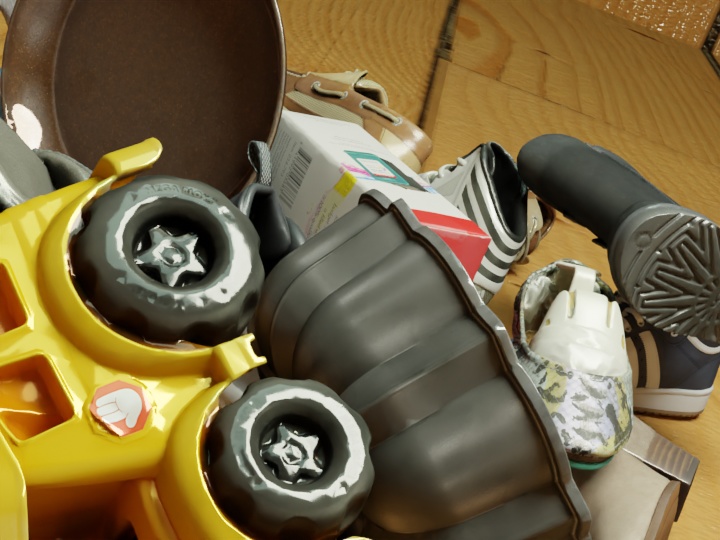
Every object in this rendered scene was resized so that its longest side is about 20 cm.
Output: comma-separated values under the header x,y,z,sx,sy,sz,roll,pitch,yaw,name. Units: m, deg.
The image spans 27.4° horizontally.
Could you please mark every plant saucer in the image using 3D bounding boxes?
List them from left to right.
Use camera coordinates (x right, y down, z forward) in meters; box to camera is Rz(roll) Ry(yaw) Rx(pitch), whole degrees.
x,y,z,sx,sy,sz,roll,pitch,yaw,name
-0.118,-0.108,0.830,0.200,0.201,0.034,32,16,27,plant saucer

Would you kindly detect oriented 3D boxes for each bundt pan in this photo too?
x,y,z,sx,sy,sz,roll,pitch,yaw,name
0.015,0.072,0.622,0.076,0.202,0.202,-26,38,-13,bundt pan

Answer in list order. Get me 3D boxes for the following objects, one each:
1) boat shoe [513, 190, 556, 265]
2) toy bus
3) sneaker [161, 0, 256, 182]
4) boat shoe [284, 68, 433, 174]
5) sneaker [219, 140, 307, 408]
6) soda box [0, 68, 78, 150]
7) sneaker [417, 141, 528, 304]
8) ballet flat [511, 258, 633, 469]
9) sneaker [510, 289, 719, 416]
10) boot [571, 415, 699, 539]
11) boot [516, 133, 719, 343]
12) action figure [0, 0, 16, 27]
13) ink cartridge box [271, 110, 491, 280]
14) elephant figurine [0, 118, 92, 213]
x,y,z,sx,sy,sz,roll,pitch,yaw,name
0.108,-0.040,1.149,0.072,0.076,0.200,29,22,14,boat shoe
-0.112,0.075,0.532,0.192,0.136,0.200,-19,66,-32,toy bus
-0.086,-0.091,0.861,0.075,0.106,0.201,-1,63,-26,sneaker
-0.011,-0.101,1.036,0.076,0.074,0.200,51,-4,-40,boat shoe
-0.085,-0.008,0.759,0.200,0.140,0.078,30,22,22,sneaker
-0.174,-0.068,0.927,0.199,0.069,0.064,17,22,-16,soda box
0.055,-0.049,1.030,0.076,0.115,0.201,30,14,-40,sneaker
0.110,0.036,0.785,0.072,0.072,0.200,21,17,-2,ballet flat
0.170,0.034,0.962,0.199,0.109,0.070,6,24,-37,sneaker
0.093,0.108,0.772,0.146,0.070,0.200,20,17,15,boot
0.159,-0.036,0.901,0.165,0.066,0.200,29,15,-39,boot
-0.141,-0.140,1.003,0.199,0.105,0.193,8,-6,35,action figure
0.000,0.000,0.865,0.067,0.117,0.200,8,24,-36,ink cartridge box
-0.193,-0.030,0.703,0.141,0.156,0.200,3,24,16,elephant figurine
